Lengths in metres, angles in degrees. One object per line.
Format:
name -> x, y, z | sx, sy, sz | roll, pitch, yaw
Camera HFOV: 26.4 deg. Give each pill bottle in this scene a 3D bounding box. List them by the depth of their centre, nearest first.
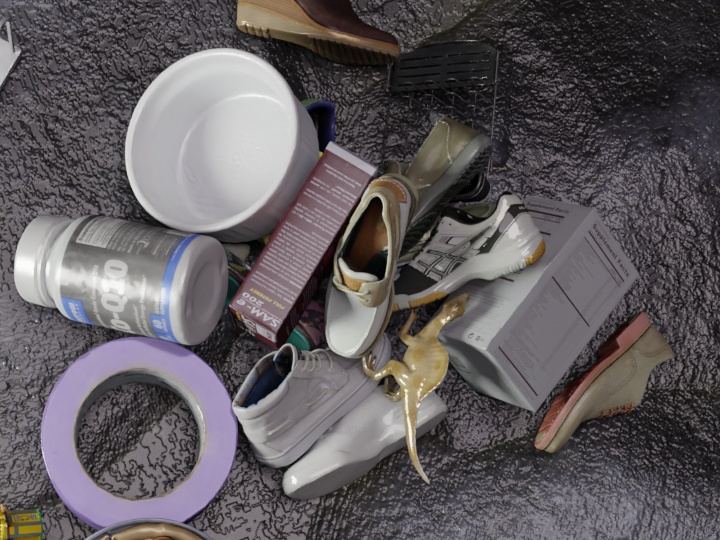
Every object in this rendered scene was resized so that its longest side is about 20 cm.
pill bottle -> -0.247, 0.005, 1.585 | 0.199, 0.114, 0.114 | 10, 74, 19

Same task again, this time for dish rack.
dish rack -> 0.081, -0.166, 1.704 | 0.153, 0.055, 0.201 | -1, 74, 27

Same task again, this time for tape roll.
tape roll -> -0.229, 0.174, 1.591 | 0.199, 0.085, 0.201 | 2, 76, -9

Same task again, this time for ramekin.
ramekin -> -0.140, -0.126, 1.635 | 0.200, 0.098, 0.201 | -6, 74, 20

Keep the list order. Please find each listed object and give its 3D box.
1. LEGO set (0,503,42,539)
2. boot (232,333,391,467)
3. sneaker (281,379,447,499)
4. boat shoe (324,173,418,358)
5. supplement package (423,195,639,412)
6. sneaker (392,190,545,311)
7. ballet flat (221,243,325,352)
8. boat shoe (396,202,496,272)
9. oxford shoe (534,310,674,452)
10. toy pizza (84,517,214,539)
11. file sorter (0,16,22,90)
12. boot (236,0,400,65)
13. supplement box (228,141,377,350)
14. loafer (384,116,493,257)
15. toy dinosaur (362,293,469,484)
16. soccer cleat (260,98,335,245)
LEGO set -> -0.383, 0.296, 1.484 | 0.115, 0.200, 0.154 | 0, 90, -27
boot -> -0.049, 0.109, 1.610 | 0.073, 0.096, 0.200 | 18, 54, 41
sneaker -> -0.010, 0.169, 1.644 | 0.200, 0.075, 0.089 | -28, 71, -21
boat shoe -> 0.000, 0.000, 1.555 | 0.074, 0.068, 0.201 | 19, 109, 17
supplement package -> 0.186, 0.033, 1.660 | 0.200, 0.109, 0.114 | -50, 123, -17
sneaker -> 0.092, -0.021, 1.614 | 0.199, 0.076, 0.088 | -22, 95, 15
ballet flat -> -0.119, 0.014, 1.663 | 0.200, 0.069, 0.071 | 32, 56, -5
boat shoe -> 0.065, -0.033, 1.672 | 0.199, 0.072, 0.062 | -22, 119, 0
oxford shoe -> 0.272, 0.135, 1.690 | 0.074, 0.071, 0.200 | 44, 74, 0
toy pizza -> -0.214, 0.344, 1.535 | 0.199, 0.032, 0.201 | -2, 105, -9
file sorter -> -0.484, -0.242, 1.628 | 0.199, 0.125, 0.139 | 27, 73, -2
boot -> -0.035, -0.332, 1.747 | 0.199, 0.072, 0.167 | 15, 78, -1
supplement box -> -0.057, -0.023, 1.583 | 0.061, 0.109, 0.200 | 30, 79, 5
loafer -> 0.052, -0.081, 1.612 | 0.200, 0.075, 0.070 | -46, 75, 8
toy dinosaur -> 0.052, 0.111, 1.587 | 0.058, 0.101, 0.201 | 23, 78, -40
soccer cleat -> -0.064, -0.095, 1.674 | 0.065, 0.084, 0.201 | 18, 68, -36
